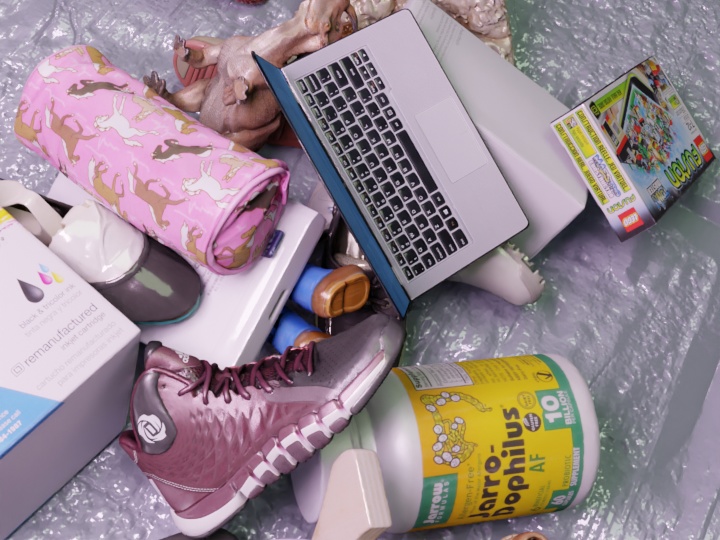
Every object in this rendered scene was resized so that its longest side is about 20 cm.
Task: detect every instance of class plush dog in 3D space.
[{"bbox_3d":[0.037,-0.248,1.129,0.170,0.161,0.201,-9,59,6],"label":"plush dog"}]

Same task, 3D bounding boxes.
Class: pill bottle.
[{"bbox_3d":[0.055,0.121,0.909,0.198,0.113,0.114,-3,60,-19],"label":"pill bottle"}]

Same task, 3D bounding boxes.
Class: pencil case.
[{"bbox_3d":[-0.138,-0.076,0.862,0.199,0.083,0.086,32,15,24],"label":"pencil case"}]

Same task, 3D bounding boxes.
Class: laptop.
[{"bbox_3d":[0.029,-0.082,0.881,0.199,0.116,0.188,-31,92,-29],"label":"laptop"}]

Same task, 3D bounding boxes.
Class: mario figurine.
[{"bbox_3d":[-0.078,-0.005,0.954,0.199,0.106,0.124,31,70,30],"label":"mario figurine"}]

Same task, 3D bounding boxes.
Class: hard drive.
[{"bbox_3d":[-0.136,-0.019,0.905,0.199,0.027,0.133,27,87,25],"label":"hard drive"}]

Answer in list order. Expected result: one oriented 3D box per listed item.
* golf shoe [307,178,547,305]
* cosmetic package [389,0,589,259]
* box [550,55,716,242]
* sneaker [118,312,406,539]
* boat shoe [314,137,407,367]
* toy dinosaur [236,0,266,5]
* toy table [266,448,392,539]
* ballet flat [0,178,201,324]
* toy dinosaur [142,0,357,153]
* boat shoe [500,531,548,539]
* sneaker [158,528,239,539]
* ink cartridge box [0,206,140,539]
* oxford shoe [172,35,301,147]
[{"bbox_3d":[0.046,-0.012,1.028,0.199,0.078,0.098,31,78,6],"label":"golf shoe"},{"bbox_3d":[0.090,-0.115,1.047,0.200,0.081,0.113,38,40,-10],"label":"cosmetic package"},{"bbox_3d":[0.230,-0.106,1.082,0.111,0.035,0.200,58,34,-2],"label":"box"},{"bbox_3d":[-0.074,0.070,0.810,0.116,0.200,0.076,46,14,-8],"label":"sneaker"},{"bbox_3d":[0.001,0.000,0.959,0.071,0.066,0.203,5,81,6],"label":"boat shoe"},{"bbox_3d":[-0.207,-0.284,1.123,0.181,0.200,0.105,16,63,36],"label":"toy dinosaur"},{"bbox_3d":[-0.014,0.215,0.791,0.199,0.117,0.185,-7,69,-43],"label":"toy table"},{"bbox_3d":[-0.199,-0.018,0.871,0.199,0.069,0.068,17,58,23],"label":"ballet flat"},{"bbox_3d":[-0.082,-0.131,0.996,0.135,0.200,0.086,-7,63,-44],"label":"toy dinosaur"},{"bbox_3d":[0.113,0.268,0.857,0.075,0.074,0.201,1,59,-15],"label":"boat shoe"},{"bbox_3d":[-0.154,0.213,0.804,0.199,0.091,0.076,-26,66,-30],"label":"sneaker"},{"bbox_3d":[-0.266,0.053,0.836,0.200,0.146,0.147,39,57,11],"label":"ink cartridge box"},{"bbox_3d":[-0.057,-0.146,1.075,0.199,0.071,0.074,26,48,-11],"label":"oxford shoe"}]
